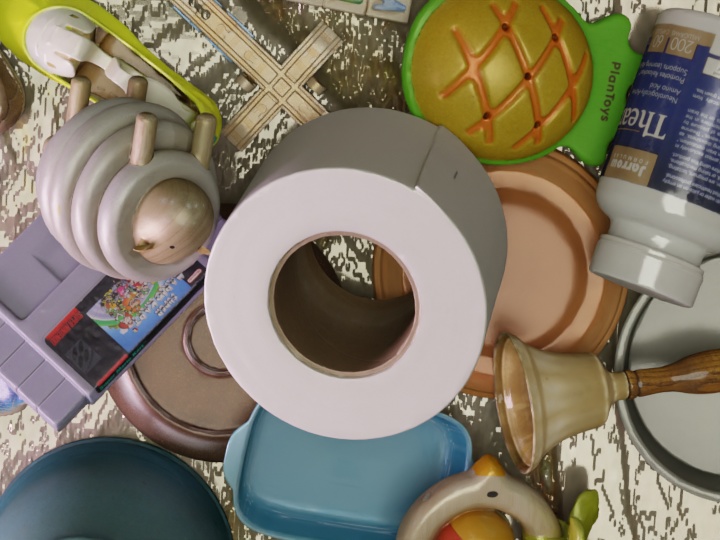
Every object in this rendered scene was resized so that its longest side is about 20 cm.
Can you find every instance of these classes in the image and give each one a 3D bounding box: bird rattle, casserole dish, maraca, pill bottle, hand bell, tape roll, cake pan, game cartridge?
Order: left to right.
[{"bbox_3d":[-0.196,0.007,1.601,0.129,0.038,0.200,40,75,15],"label":"game cartridge"},{"bbox_3d":[-0.008,0.149,1.647,0.198,0.039,0.122,10,103,-13],"label":"casserole dish"},{"bbox_3d":[0.000,0.000,1.539,0.200,0.139,0.205,3,111,9],"label":"tape roll"},{"bbox_3d":[0.095,0.227,1.643,0.199,0.113,0.163,-37,107,15],"label":"bird rattle"},{"bbox_3d":[0.122,-0.144,1.597,0.198,0.107,0.139,8,100,-21],"label":"maraca"},{"bbox_3d":[0.207,0.082,1.607,0.198,0.104,0.105,-9,97,-11],"label":"hand bell"},{"bbox_3d":[0.238,-0.081,1.587,0.110,0.111,0.202,20,89,-3],"label":"pill bottle"},{"bbox_3d":[0.290,0.076,1.655,0.198,0.037,0.203,0,97,0],"label":"cake pan"}]

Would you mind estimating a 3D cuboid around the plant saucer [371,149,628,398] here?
[{"bbox_3d":[0.108,0.000,1.646,0.198,0.037,0.202,0,97,-1],"label":"plant saucer"}]

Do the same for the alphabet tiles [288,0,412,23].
[{"bbox_3d":[-0.026,-0.299,1.614,0.165,0.008,0.202,10,95,-7],"label":"alphabet tiles"}]

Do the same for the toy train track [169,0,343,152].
[{"bbox_3d":[-0.090,-0.167,1.626,0.200,0.033,0.115,43,95,-4],"label":"toy train track"}]

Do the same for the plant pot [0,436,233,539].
[{"bbox_3d":[-0.197,0.241,1.598,0.198,0.188,0.202,0,97,0],"label":"plant pot"}]

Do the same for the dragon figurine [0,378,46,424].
[{"bbox_3d":[-0.273,0.056,1.640,0.098,0.059,0.202,12,98,-2],"label":"dragon figurine"}]

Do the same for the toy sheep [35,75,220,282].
[{"bbox_3d":[-0.167,-0.063,1.537,0.137,0.200,0.139,-15,119,-30],"label":"toy sheep"}]

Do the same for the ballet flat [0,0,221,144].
[{"bbox_3d":[-0.189,-0.152,1.607,0.199,0.067,0.067,33,95,-2],"label":"ballet flat"}]

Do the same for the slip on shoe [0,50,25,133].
[{"bbox_3d":[-0.327,-0.183,1.609,0.076,0.061,0.201,-36,96,4],"label":"slip on shoe"}]

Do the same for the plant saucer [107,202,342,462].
[{"bbox_3d":[-0.106,0.050,1.655,0.198,0.032,0.202,0,97,-1],"label":"plant saucer"}]
